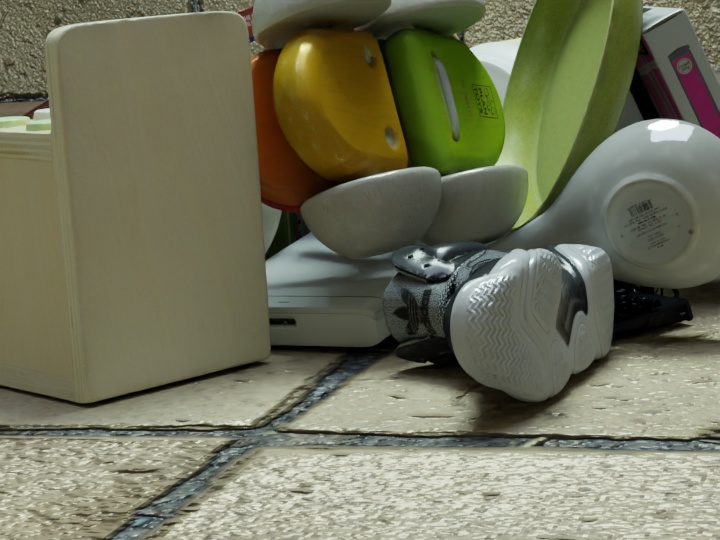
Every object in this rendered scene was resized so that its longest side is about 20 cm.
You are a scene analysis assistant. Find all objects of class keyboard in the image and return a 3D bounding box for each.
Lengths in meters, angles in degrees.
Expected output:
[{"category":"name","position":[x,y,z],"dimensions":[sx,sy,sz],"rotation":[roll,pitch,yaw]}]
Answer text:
[{"category":"keyboard","position":[0.113,0.007,1.164],"dimensions":[0.104,0.040,0.200],"rotation":[-12,13,-38]}]

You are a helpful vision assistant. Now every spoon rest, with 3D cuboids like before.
[{"category":"spoon rest","position":[0.130,-0.020,1.083],"dimensions":[0.199,0.100,0.061],"rotation":[-22,10,25]}]

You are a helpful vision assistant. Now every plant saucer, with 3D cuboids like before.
[{"category":"plant saucer","position":[0.131,-0.117,1.171],"dimensions":[0.031,0.201,0.200],"rotation":[14,6,-11]}]

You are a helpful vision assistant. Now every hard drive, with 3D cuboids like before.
[{"category":"hard drive","position":[0.000,0.000,1.187],"dimensions":[0.131,0.027,0.200],"rotation":[-1,18,30]}]

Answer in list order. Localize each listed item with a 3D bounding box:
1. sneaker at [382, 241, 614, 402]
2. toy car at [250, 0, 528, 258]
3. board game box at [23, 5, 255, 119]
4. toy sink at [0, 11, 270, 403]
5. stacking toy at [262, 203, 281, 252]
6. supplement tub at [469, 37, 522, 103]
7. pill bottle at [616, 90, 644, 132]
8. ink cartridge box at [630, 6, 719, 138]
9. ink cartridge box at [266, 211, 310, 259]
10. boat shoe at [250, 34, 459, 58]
[{"category":"sneaker","position":[0.057,0.025,0.984],"dimensions":[0.113,0.076,0.200],"rotation":[0,4,24]},{"category":"toy car","position":[-0.003,-0.088,1.141],"dimensions":[0.150,0.176,0.200],"rotation":[-22,-11,41]},{"category":"board game box","position":[-0.135,-0.127,1.203],"dimensions":[0.103,0.020,0.200],"rotation":[-25,6,-30]},{"category":"toy sink","position":[-0.140,-0.041,1.060],"dimensions":[0.130,0.201,0.112],"rotation":[-13,13,-41]},{"category":"stacking toy","position":[-0.157,-0.062,1.244],"dimensions":[0.146,0.147,0.200],"rotation":[-10,16,-35]},{"category":"supplement tub","position":[0.149,-0.137,1.697],"dimensions":[0.145,0.146,0.200],"rotation":[2,11,31]},{"category":"pill bottle","position":[0.185,-0.118,1.324],"dimensions":[0.114,0.115,0.200],"rotation":[-3,19,2]},{"category":"ink cartridge box","position":[0.216,-0.070,1.178],"dimensions":[0.037,0.200,0.095],"rotation":[-31,12,-3]},{"category":"ink cartridge box","position":[-0.118,-0.020,1.306],"dimensions":[0.147,0.076,0.200],"rotation":[-2,8,11]},{"category":"boat shoe","position":[-0.025,-0.130,1.259],"dimensions":[0.199,0.072,0.072],"rotation":[-18,27,18]}]
